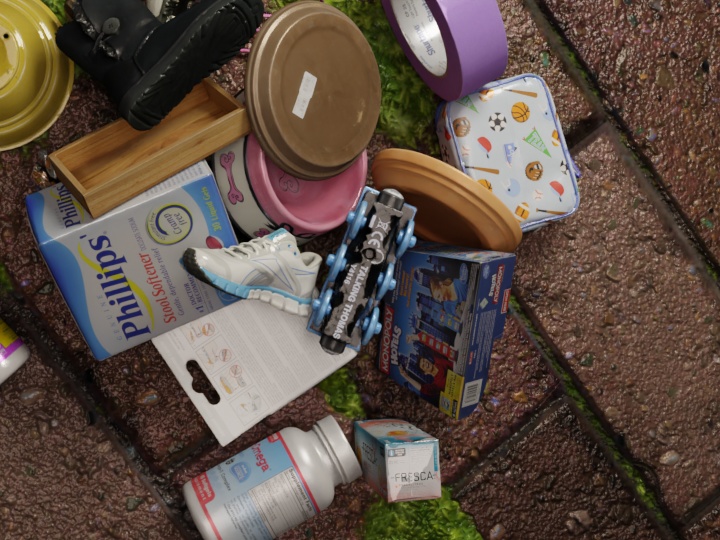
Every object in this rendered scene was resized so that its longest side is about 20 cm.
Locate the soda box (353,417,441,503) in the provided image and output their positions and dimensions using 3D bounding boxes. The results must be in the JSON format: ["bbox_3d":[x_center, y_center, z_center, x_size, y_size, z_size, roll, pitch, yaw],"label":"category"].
[{"bbox_3d":[0.040,0.220,1.281,0.063,0.200,0.069,-4,90,-11],"label":"soda box"}]

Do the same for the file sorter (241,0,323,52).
[{"bbox_3d":[-0.109,-0.360,1.276,0.124,0.139,0.202,2,90,-12],"label":"file sorter"}]

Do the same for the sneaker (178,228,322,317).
[{"bbox_3d":[-0.116,-0.012,1.205,0.200,0.075,0.087,18,99,-53],"label":"sneaker"}]

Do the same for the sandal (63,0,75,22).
[{"bbox_3d":[-0.266,-0.251,1.288,0.200,0.082,0.055,44,64,-1],"label":"sandal"}]

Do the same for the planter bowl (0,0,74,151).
[{"bbox_3d":[-0.432,-0.240,1.242,0.199,0.083,0.202,0,90,-11],"label":"planter bowl"}]

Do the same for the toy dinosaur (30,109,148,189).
[{"bbox_3d":[-0.279,-0.111,1.285,0.199,0.102,0.137,12,103,-32],"label":"toy dinosaur"}]

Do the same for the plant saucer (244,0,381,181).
[{"bbox_3d":[-0.045,-0.201,1.221,0.199,0.029,0.202,-6,99,-43],"label":"plant saucer"}]

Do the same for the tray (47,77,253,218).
[{"bbox_3d":[-0.226,-0.137,1.180,0.199,0.099,0.037,-32,136,-19],"label":"tray"}]

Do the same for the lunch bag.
[{"bbox_3d":[0.189,-0.139,1.371,0.159,0.076,0.201,-17,93,-13],"label":"lunch bag"}]

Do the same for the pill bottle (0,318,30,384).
[{"bbox_3d":[-0.477,0.057,1.227,0.104,0.104,0.200,-43,98,-7],"label":"pill bottle"}]

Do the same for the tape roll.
[{"bbox_3d":[0.093,-0.304,1.284,0.065,0.200,0.201,-29,96,-9],"label":"tape roll"}]

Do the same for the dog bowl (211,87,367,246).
[{"bbox_3d":[-0.073,-0.127,1.272,0.199,0.074,0.202,2,87,-42],"label":"dog bowl"}]

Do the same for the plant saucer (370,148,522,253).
[{"bbox_3d":[0.095,-0.070,1.287,0.200,0.200,0.038,34,75,-10],"label":"plant saucer"}]

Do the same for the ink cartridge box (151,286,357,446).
[{"bbox_3d":[-0.128,0.089,1.326,0.199,0.057,0.163,-33,97,-5],"label":"ink cartridge box"}]

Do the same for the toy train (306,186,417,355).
[{"bbox_3d":[0.000,0.000,1.262,0.086,0.114,0.201,21,93,-5],"label":"toy train"}]

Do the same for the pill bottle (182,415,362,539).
[{"bbox_3d":[-0.103,0.257,1.301,0.199,0.109,0.109,-28,96,-10],"label":"pill bottle"}]

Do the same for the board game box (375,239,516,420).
[{"bbox_3d":[0.082,0.044,1.314,0.061,0.199,0.201,-11,118,-38],"label":"board game box"}]

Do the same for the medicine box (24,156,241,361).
[{"bbox_3d":[-0.246,-0.026,1.230,0.199,0.103,0.183,-24,131,-10],"label":"medicine box"}]

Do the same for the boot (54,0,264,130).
[{"bbox_3d":[-0.223,-0.270,1.179,0.200,0.076,0.168,-43,66,3],"label":"boot"}]

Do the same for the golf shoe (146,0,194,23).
[{"bbox_3d":[-0.239,-0.367,1.294,0.087,0.077,0.202,7,87,9],"label":"golf shoe"}]
